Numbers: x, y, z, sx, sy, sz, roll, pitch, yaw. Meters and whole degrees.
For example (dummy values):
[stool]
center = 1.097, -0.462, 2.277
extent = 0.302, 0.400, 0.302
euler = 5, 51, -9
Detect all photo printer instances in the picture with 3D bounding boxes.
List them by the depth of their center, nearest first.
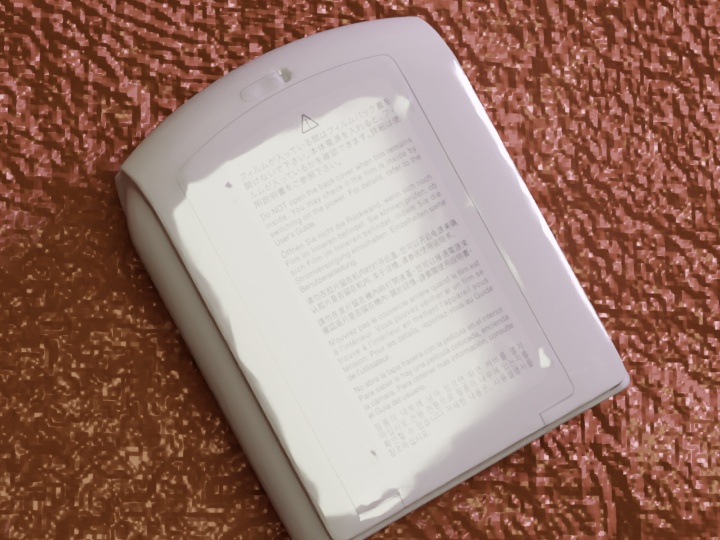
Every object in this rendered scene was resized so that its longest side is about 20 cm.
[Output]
[photo printer]
center = 0.000, 0.000, 1.070
extent = 0.166, 0.069, 0.201
euler = -29, 87, -17
